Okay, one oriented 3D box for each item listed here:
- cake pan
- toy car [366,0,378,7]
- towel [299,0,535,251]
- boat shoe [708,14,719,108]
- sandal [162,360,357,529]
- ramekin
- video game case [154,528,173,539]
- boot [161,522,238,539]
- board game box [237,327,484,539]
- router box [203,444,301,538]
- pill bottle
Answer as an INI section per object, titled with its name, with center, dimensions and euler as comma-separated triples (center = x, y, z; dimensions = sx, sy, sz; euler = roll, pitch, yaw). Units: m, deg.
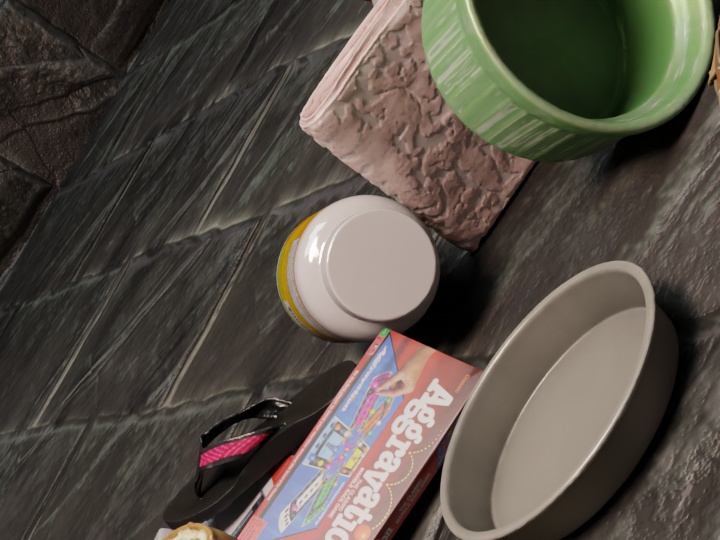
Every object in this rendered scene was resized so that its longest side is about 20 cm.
[cake pan]
center = 0.125, 0.087, 1.183
dimensions = 0.200, 0.037, 0.200
euler = -48, 20, 24
[toy car]
center = 0.060, -0.309, 1.895
dimensions = 0.177, 0.184, 0.200
euler = -47, 49, 24
[towel]
center = 0.074, -0.135, 1.451
dimensions = 0.191, 0.200, 0.032
euler = -54, 36, 0
[boat shoe]
center = 0.247, -0.132, 1.191
dimensions = 0.074, 0.076, 0.200
euler = -48, 19, 33
[sandal]
center = -0.083, 0.126, 1.471
dimensions = 0.200, 0.045, 0.075
euler = -40, 21, 19
[ramekin]
center = 0.140, -0.174, 1.349
dimensions = 0.098, 0.200, 0.200
euler = -36, 26, 61
[video game case]
center = -0.180, 0.329, 1.465
dimensions = 0.200, 0.022, 0.182
euler = -89, 20, -47
[boot]
center = -0.011, 0.202, 1.069
dimensions = 0.175, 0.200, 0.066
euler = -38, 25, 43
[board game box]
center = 0.000, 0.139, 1.339
dimensions = 0.103, 0.019, 0.200
euler = 23, 72, 40
[router box]
center = -0.084, 0.226, 1.460
dimensions = 0.180, 0.049, 0.200
euler = -53, 18, 10
[pill bottle]
center = 0.000, 0.000, 1.476
dimensions = 0.111, 0.111, 0.200
euler = -58, 6, -7
